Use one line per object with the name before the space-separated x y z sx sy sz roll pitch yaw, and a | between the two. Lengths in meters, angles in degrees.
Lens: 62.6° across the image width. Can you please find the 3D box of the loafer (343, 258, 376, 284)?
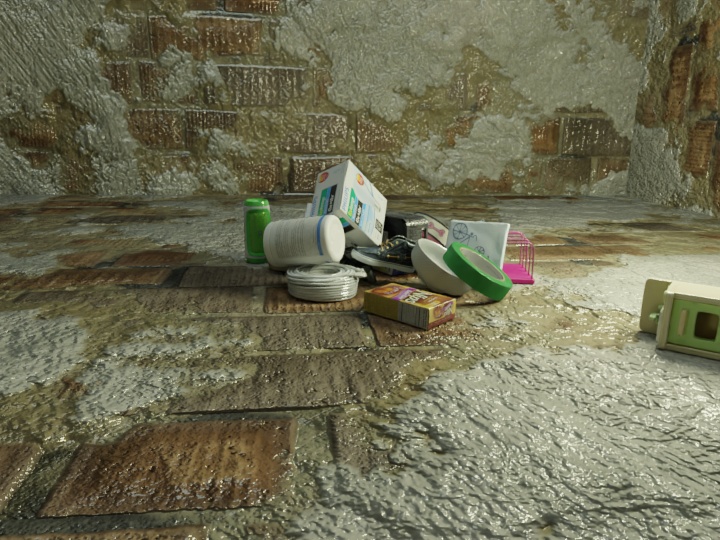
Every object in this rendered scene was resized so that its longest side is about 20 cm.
loafer | 0.000 0.000 1.784 0.072 0.063 0.200 -33 16 -5

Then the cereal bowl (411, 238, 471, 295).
cereal bowl | 0.219 0.003 1.637 0.199 0.084 0.200 29 21 -12

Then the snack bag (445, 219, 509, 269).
snack bag | 0.339 -0.059 1.749 0.199 0.190 0.021 4 -12 35

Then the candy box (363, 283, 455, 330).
candy box | 0.119 0.084 1.445 0.199 0.057 0.116 15 19 39

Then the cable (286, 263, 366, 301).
cable | -0.103 0.029 1.615 0.198 0.070 0.199 -9 17 -32

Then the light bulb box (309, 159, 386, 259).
light bulb box | -0.034 -0.179 1.759 0.124 0.200 0.200 -19 -43 33

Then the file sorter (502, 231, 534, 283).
file sorter | 0.453 -0.047 1.832 0.137 0.127 0.200 2 15 4

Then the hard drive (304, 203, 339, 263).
hard drive | -0.117 -0.106 1.801 0.131 0.025 0.201 15 55 -9

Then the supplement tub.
supplement tub | -0.155 -0.081 1.644 0.198 0.133 0.132 -3 12 21

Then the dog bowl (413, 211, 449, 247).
dog bowl | 0.232 -0.098 1.931 0.074 0.200 0.200 -51 34 -12

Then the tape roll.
tape roll | 0.318 0.000 1.607 0.199 0.048 0.201 30 20 -12

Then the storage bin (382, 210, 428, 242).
storage bin | 0.109 -0.109 1.851 0.093 0.137 0.199 -11 18 -38

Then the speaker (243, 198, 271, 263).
speaker | -0.338 -0.130 1.937 0.087 0.202 0.089 1 15 0

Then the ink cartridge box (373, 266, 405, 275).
ink cartridge box | 0.151 -0.022 1.881 0.196 0.047 0.199 -7 19 -32

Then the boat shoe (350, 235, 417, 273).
boat shoe | 0.075 -0.060 1.700 0.198 0.092 0.071 11 20 -14

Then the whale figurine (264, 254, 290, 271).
whale figurine | -0.225 -0.062 1.881 0.157 0.105 0.200 1 14 2

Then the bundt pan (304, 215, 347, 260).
bundt pan | -0.092 -0.112 1.875 0.200 0.076 0.204 8 57 -13

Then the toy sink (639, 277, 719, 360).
toy sink | 0.703 0.102 1.271 0.199 0.132 0.112 12 18 33
